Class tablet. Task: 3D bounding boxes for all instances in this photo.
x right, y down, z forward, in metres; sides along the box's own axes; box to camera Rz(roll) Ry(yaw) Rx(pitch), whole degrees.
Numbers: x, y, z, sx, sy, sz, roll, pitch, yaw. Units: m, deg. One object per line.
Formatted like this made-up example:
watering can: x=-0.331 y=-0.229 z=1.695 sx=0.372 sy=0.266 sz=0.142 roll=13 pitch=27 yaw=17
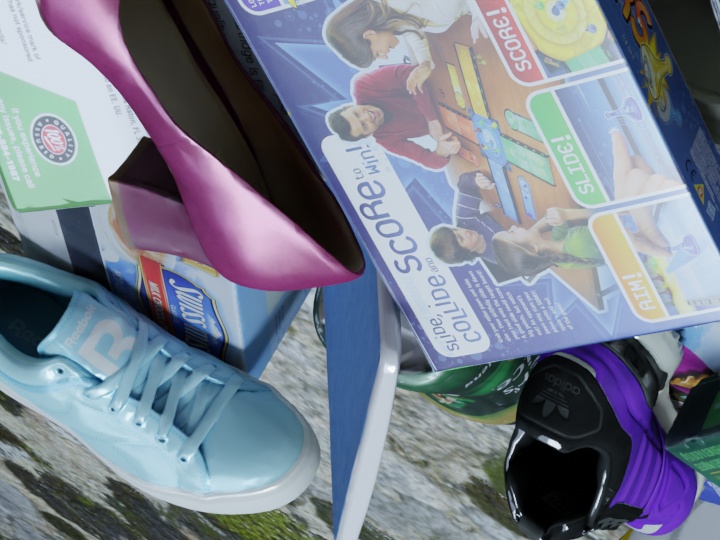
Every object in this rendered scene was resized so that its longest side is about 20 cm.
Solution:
tablet: x=0.000 y=0.000 z=0.991 sx=0.014 sy=0.201 sz=0.131 roll=4 pitch=138 yaw=-8

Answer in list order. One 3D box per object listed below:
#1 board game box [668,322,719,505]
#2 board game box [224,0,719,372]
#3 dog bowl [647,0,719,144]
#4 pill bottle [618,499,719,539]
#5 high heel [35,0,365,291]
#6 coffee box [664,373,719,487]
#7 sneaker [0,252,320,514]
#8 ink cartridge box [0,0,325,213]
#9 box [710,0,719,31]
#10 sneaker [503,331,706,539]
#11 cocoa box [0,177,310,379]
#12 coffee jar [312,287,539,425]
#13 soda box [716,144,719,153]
board game box: x=0.210 y=0.063 z=1.127 sx=0.199 sy=0.041 sz=0.200 roll=12 pitch=152 yaw=43
board game box: x=0.043 y=-0.059 z=0.837 sx=0.135 sy=0.035 sz=0.201 roll=-11 pitch=122 yaw=32
dog bowl: x=0.116 y=-0.139 z=0.795 sx=0.200 sy=0.074 sz=0.201 roll=36 pitch=155 yaw=20
pill bottle: x=0.198 y=0.190 z=1.399 sx=0.112 sy=0.112 sz=0.200 roll=31 pitch=159 yaw=3
high heel: x=-0.052 y=-0.078 z=0.842 sx=0.095 sy=0.068 sz=0.201 roll=10 pitch=139 yaw=22
coffee box: x=0.245 y=0.110 z=1.060 sx=0.199 sy=0.044 sz=0.123 roll=36 pitch=158 yaw=-12
sneaker: x=-0.114 y=0.051 z=1.116 sx=0.199 sy=0.074 sz=0.082 roll=22 pitch=163 yaw=19
ink cartridge box: x=-0.054 y=-0.111 z=0.916 sx=0.198 sy=0.084 sz=0.146 roll=-5 pitch=121 yaw=19
box: x=0.189 y=-0.108 z=0.624 sx=0.123 sy=0.201 sz=0.197 roll=16 pitch=154 yaw=33
sneaker: x=0.107 y=0.091 z=1.134 sx=0.069 sy=0.100 sz=0.200 roll=25 pitch=159 yaw=27
cocoa box: x=-0.078 y=-0.056 z=1.117 sx=0.131 sy=0.134 sz=0.200 roll=27 pitch=159 yaw=11
coffee jar: x=0.051 y=0.016 z=1.169 sx=0.085 sy=0.105 sz=0.200 roll=22 pitch=178 yaw=20
soda box: x=0.070 y=-0.109 z=0.987 sx=0.199 sy=0.064 sz=0.068 roll=37 pitch=159 yaw=-8
